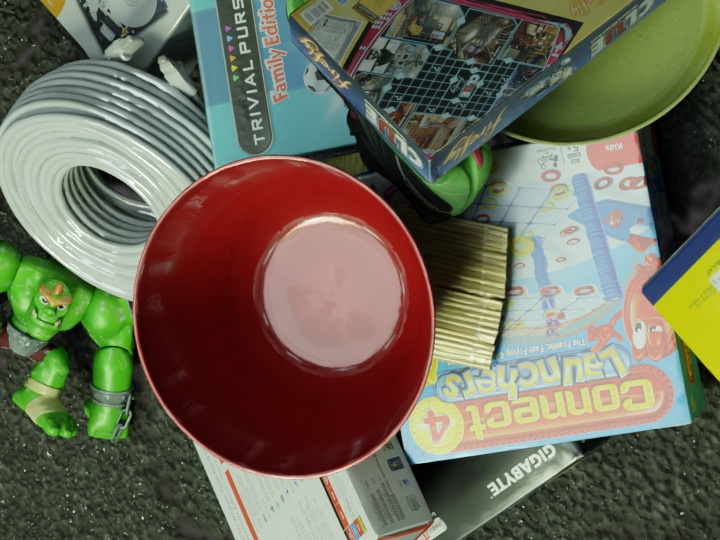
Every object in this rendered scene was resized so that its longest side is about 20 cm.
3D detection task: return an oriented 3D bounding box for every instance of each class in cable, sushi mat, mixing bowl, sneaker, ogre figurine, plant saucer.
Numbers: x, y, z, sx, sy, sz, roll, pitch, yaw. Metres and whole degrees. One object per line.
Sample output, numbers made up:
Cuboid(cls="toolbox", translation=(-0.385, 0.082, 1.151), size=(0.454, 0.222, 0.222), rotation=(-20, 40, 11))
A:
Cuboid(cls="cable", translation=(-0.169, -0.061, 1.693), size=(0.199, 0.069, 0.200), rotation=(-15, 123, 44))
Cuboid(cls="sushi mat", translation=(0.000, 0.000, 1.535), size=(0.199, 0.012, 0.096), rotation=(12, 101, 16))
Cuboid(cls="mixing bowl", translation=(-0.034, 0.022, 1.485), size=(0.199, 0.108, 0.202), rotation=(2, 99, 16))
Cuboid(cls="sneaker", translation=(0.008, -0.110, 1.499), size=(0.201, 0.076, 0.084), rotation=(59, 152, 25))
Cuboid(cls="ogre figurine", translation=(-0.254, 0.045, 1.789), size=(0.199, 0.098, 0.121), rotation=(27, 102, 5))
Cuboid(cls="plant saucer", translation=(0.139, -0.171, 1.498), size=(0.198, 0.031, 0.202), rotation=(-4, 74, 13))

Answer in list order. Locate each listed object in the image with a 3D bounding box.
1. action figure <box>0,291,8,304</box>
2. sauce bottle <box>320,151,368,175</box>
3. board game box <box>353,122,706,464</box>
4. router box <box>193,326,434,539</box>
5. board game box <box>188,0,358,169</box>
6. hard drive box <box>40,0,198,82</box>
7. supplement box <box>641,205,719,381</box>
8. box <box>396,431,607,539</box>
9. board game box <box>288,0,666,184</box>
Cuboid(cls="action figure", translation=(-0.355, -0.045, 1.847), size=(0.119, 0.102, 0.201), rotation=(-33, 86, 35))
Cuboid(cls="sauce bottle", translation=(0.022, -0.082, 1.619), size=(0.199, 0.065, 0.065), rotation=(21, 112, 19))
Cuboid(cls="board game box", translation=(0.110, 0.014, 1.541), size=(0.199, 0.056, 0.197), rotation=(-10, 95, 18))
Cuboid(cls="router box", translation=(-0.044, 0.126, 1.623), size=(0.180, 0.049, 0.201), rotation=(-50, 60, 52))
Cuboid(cls="board game box", translation=(-0.009, -0.156, 1.570), size=(0.198, 0.047, 0.152), rotation=(-10, 84, 9))
Cuboid(cls="hard drive box", translation=(-0.145, -0.252, 1.680), size=(0.156, 0.077, 0.200), rotation=(47, 121, 14))
Cuboid(cls="supplement box", translation=(0.291, 0.041, 1.448), size=(0.200, 0.109, 0.110), rotation=(50, 121, 13))
Cuboid(cls="box", translation=(0.044, 0.090, 1.656), size=(0.200, 0.050, 0.199), rotation=(-37, 79, 33))
Cuboid(cls="board game box", translation=(0.074, -0.162, 1.451), size=(0.136, 0.200, 0.035), rotation=(47, 164, 20))
